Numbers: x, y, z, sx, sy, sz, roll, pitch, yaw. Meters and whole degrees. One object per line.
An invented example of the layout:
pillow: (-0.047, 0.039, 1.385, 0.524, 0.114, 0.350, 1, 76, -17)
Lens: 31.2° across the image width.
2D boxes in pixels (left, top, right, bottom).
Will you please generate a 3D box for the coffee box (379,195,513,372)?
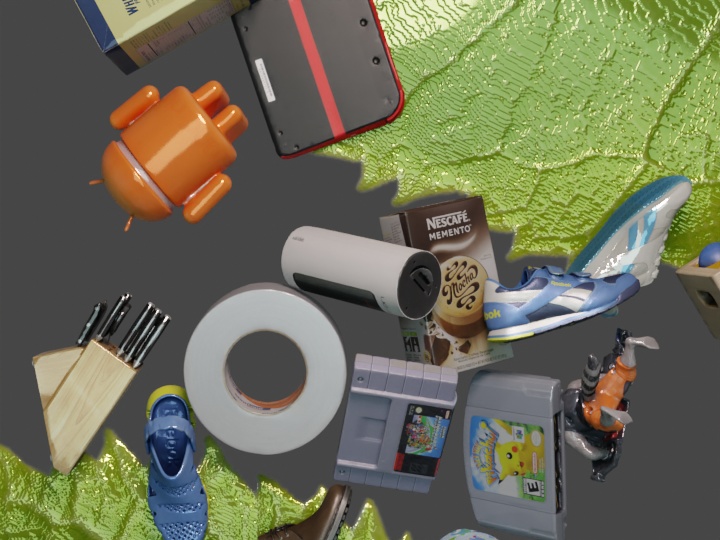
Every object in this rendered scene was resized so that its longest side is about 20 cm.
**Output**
coffee box: (0.104, 0.019, 1.567, 0.112, 0.080, 0.203, -13, 93, -23)

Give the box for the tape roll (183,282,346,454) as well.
tape roll: (-0.115, 0.119, 1.578, 0.197, 0.066, 0.203, 0, 98, -1)

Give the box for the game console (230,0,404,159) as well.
game console: (-0.050, -0.259, 1.597, 0.175, 0.031, 0.202, -19, 92, 5)

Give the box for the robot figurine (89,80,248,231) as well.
robot figurine: (-0.230, -0.141, 1.549, 0.199, 0.117, 0.144, -40, 120, -1)

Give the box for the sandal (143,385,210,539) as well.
sandal: (-0.230, 0.246, 1.577, 0.078, 0.087, 0.203, -10, 94, -3)

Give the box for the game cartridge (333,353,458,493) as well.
game cartridge: (0.042, 0.190, 1.554, 0.128, 0.039, 0.202, 11, 130, 1)

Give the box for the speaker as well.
speaker: (0.000, 0.000, 1.521, 0.081, 0.199, 0.082, -14, 110, -44)

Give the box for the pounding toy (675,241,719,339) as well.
pounding toy: (0.492, -0.020, 1.536, 0.183, 0.200, 0.143, -32, 92, -1)

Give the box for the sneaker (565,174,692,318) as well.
sneaker: (0.343, -0.033, 1.598, 0.081, 0.077, 0.200, 41, 97, -9)

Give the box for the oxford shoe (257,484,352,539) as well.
oxford shoe: (-0.082, 0.340, 1.592, 0.084, 0.073, 0.201, 36, 90, -1)

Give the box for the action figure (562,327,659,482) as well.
action figure: (0.286, 0.138, 1.555, 0.103, 0.194, 0.202, 18, 60, -8)

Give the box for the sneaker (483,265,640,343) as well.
sneaker: (0.237, 0.026, 1.530, 0.197, 0.074, 0.083, -15, 81, -10)

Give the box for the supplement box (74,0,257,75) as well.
supplement box: (-0.251, -0.375, 1.522, 0.198, 0.134, 0.202, -30, 87, -1)

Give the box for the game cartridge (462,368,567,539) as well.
game cartridge: (0.188, 0.225, 1.576, 0.132, 0.040, 0.203, 5, 102, 41)

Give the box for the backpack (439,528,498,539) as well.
backpack: (0.109, 0.411, 1.576, 0.163, 0.154, 0.200, 43, 112, -1)

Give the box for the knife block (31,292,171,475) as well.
knife block: (-0.305, 0.134, 1.580, 0.173, 0.064, 0.203, -10, 92, -1)
